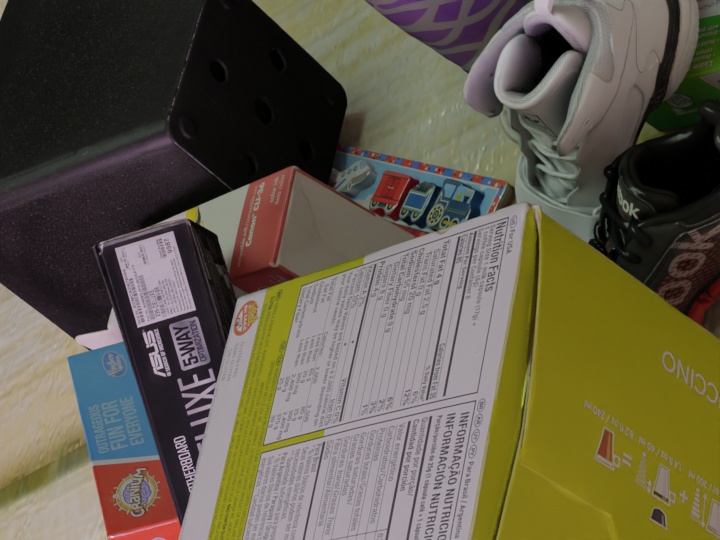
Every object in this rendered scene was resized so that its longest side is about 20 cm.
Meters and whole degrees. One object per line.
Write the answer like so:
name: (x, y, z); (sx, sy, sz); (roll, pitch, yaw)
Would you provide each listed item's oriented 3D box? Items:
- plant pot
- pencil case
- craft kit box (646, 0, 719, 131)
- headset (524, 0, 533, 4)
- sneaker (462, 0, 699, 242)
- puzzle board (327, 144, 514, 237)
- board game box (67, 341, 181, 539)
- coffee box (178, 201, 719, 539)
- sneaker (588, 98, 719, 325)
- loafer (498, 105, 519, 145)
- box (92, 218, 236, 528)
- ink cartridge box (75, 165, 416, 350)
plant pot: (-0.125, -0.077, 1.308); (0.177, 0.200, 0.201); (-20, 44, 38)
pencil case: (0.032, -0.188, 1.187); (0.084, 0.200, 0.086); (-42, 41, 13)
craft kit box: (0.234, -0.181, 1.047); (0.199, 0.048, 0.199); (-10, 54, 50)
headset: (0.161, -0.211, 1.080); (0.124, 0.093, 0.201); (49, 119, 43)
sneaker: (0.096, -0.058, 1.018); (0.075, 0.114, 0.202); (29, 114, 32)
puzzle board: (0.000, 0.000, 1.243); (0.199, 0.017, 0.152); (17, 78, 58)
board game box: (-0.111, 0.163, 1.115); (0.040, 0.201, 0.153); (-14, 36, -8)
coffee box: (0.056, 0.121, 0.897); (0.197, 0.199, 0.202); (-19, 49, 44)
sneaker: (0.138, -0.007, 0.986); (0.200, 0.098, 0.071); (-46, 36, 22)
loafer: (0.136, -0.151, 1.154); (0.071, 0.063, 0.202); (16, 78, 23)
box: (-0.072, 0.078, 1.029); (0.049, 0.202, 0.158); (-17, -1, 0)
ink cartridge box: (-0.066, 0.015, 1.199); (0.199, 0.116, 0.068); (-19, 51, 45)
